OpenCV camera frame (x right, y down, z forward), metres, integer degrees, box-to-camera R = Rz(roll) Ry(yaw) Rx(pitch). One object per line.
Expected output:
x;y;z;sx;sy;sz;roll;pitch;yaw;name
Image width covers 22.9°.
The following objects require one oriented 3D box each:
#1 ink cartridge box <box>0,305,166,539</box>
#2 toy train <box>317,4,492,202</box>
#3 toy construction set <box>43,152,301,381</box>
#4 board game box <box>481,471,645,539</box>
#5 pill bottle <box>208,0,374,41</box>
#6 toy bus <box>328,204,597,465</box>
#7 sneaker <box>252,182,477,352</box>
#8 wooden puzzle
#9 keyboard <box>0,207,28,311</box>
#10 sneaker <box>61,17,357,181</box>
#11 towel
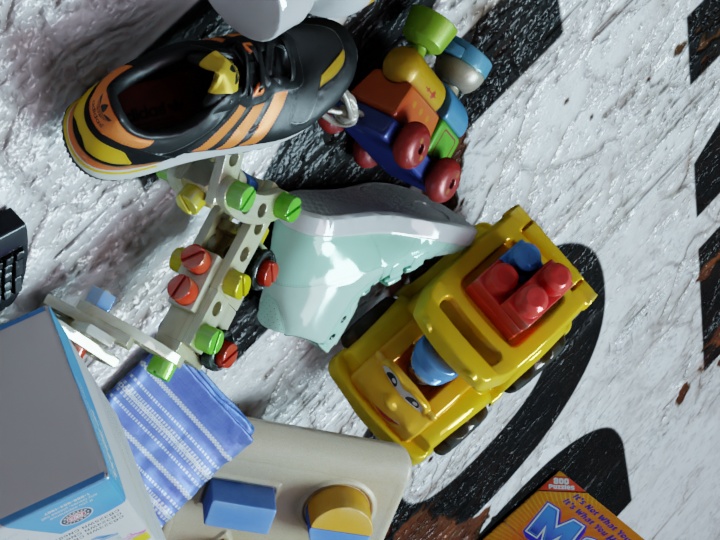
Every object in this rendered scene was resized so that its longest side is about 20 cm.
-0.206;0.139;1.112;0.128;0.126;0.200;-25;151;-4;ink cartridge box
0.028;-0.137;1.250;0.116;0.084;0.200;-61;153;-6;toy train
-0.115;-0.005;1.165;0.200;0.092;0.131;-50;152;-5;toy construction set
0.228;0.401;2.030;0.199;0.199;0.201;-36;149;-27;board game box
-0.003;-0.222;1.064;0.200;0.113;0.113;-38;149;-26;pill bottle
0.091;0.046;1.417;0.200;0.136;0.192;-41;179;-18;toy bus
-0.001;0.000;1.360;0.199;0.074;0.119;-2;118;-44;sneaker
-0.069;0.219;1.435;0.183;0.046;0.201;11;118;-16;wooden puzzle
-0.276;0.019;1.029;0.199;0.021;0.128;-34;147;-33;keyboard
-0.077;-0.109;1.063;0.199;0.071;0.090;-21;178;-25;sneaker
-0.175;0.156;1.307;0.200;0.024;0.145;-46;140;-9;towel
